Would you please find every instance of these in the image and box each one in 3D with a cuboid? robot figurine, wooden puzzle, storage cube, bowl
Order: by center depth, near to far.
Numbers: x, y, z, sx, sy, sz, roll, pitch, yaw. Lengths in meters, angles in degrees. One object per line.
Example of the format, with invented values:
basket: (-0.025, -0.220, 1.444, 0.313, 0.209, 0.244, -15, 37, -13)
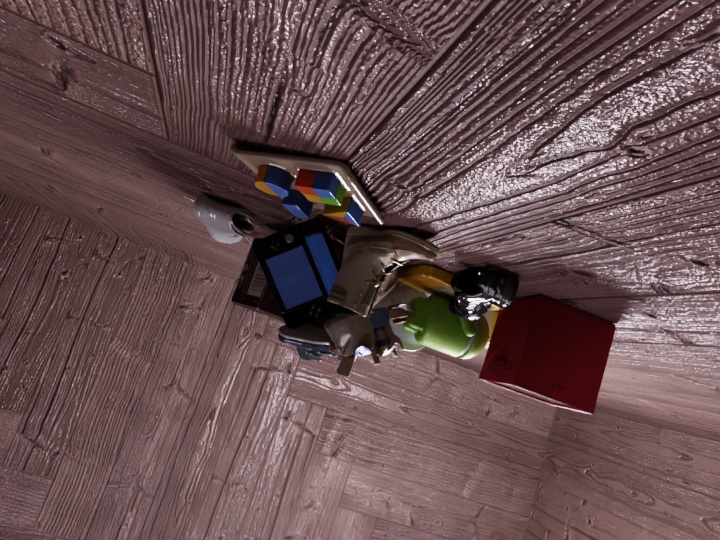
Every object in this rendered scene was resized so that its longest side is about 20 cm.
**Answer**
wooden puzzle: (-0.077, -0.116, 0.824, 0.198, 0.047, 0.185, 16, 170, 22)
storage cube: (0.370, 0.166, 1.109, 0.198, 0.181, 0.171, 21, 170, -7)
robot figurine: (0.199, 0.127, 1.234, 0.198, 0.117, 0.176, 21, 162, -7)
bowl: (0.107, 0.090, 1.343, 0.200, 0.091, 0.202, 26, -147, -18)

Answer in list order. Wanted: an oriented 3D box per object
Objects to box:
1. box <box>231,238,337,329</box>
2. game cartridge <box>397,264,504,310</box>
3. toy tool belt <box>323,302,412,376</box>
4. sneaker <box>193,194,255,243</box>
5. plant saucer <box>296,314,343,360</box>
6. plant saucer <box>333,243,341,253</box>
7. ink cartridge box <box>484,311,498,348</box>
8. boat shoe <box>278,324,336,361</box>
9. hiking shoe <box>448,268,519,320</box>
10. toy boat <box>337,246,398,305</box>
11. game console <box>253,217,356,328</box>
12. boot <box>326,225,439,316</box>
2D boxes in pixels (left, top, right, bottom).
box: (-0.161, 0.037, 1.276, 0.199, 0.167, 0.164, 25, 168, -32)
game cartridge: (0.192, 0.041, 1.203, 0.198, 0.033, 0.176, 21, 170, -15)
toy tool belt: (0.026, 0.145, 1.160, 0.198, 0.124, 0.125, -9, 175, -31)
sneaker: (-0.287, -0.097, 1.254, 0.115, 0.074, 0.200, 20, 169, 16)
plant saucer: (-0.093, 0.128, 1.359, 0.036, 0.201, 0.199, 44, 159, -27)
plant saucer: (-0.103, -0.047, 1.293, 0.199, 0.033, 0.200, 20, 171, 3)
ink cartridge box: (0.346, 0.155, 1.373, 0.199, 0.084, 0.145, 11, 167, 40)
boat shoe: (-0.091, 0.159, 1.205, 0.198, 0.062, 0.075, 8, -154, -33)
hiking shoe: (0.208, 0.033, 1.035, 0.100, 0.076, 0.200, 29, 155, -11)
toy boat: (0.000, 0.000, 1.171, 0.131, 0.130, 0.200, 47, 176, 13)
game console: (-0.113, 0.012, 1.096, 0.171, 0.202, 0.119, -21, -172, 6)
boot: (0.035, 0.007, 0.954, 0.199, 0.156, 0.072, 11, 168, 41)
